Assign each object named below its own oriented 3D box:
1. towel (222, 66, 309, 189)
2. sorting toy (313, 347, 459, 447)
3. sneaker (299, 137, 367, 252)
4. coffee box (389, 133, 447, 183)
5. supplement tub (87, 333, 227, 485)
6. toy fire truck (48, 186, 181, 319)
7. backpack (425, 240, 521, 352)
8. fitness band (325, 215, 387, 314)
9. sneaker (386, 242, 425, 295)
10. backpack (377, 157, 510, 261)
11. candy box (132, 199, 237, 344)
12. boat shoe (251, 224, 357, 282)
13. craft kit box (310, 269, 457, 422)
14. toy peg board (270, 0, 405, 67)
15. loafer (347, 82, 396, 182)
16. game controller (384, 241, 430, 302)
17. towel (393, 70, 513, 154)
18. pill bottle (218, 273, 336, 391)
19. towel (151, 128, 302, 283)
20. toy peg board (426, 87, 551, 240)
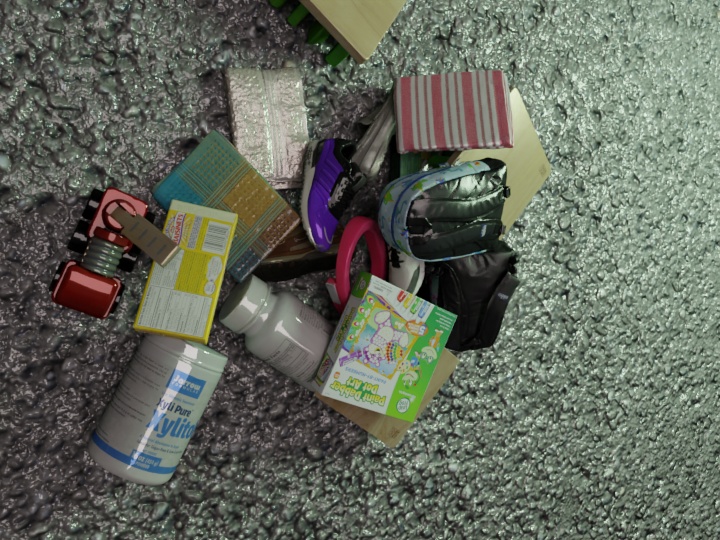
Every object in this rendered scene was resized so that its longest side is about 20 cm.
[{"bbox_3d":[-0.153,-0.233,0.949,0.131,0.034,0.204,-9,96,-25],"label":"towel"},{"bbox_3d":[0.040,0.177,1.028,0.198,0.070,0.201,39,89,-23],"label":"sorting toy"},{"bbox_3d":[-0.039,-0.131,0.929,0.070,0.098,0.204,48,40,-63],"label":"sneaker"},{"bbox_3d":[0.150,-0.185,1.090,0.197,0.044,0.125,1,92,-25],"label":"coffee box"},{"bbox_3d":[-0.297,0.195,0.849,0.131,0.132,0.202,29,82,-23],"label":"supplement tub"},{"bbox_3d":[-0.333,-0.018,0.782,0.127,0.199,0.178,25,82,-23],"label":"toy fire truck"},{"bbox_3d":[0.198,0.044,1.053,0.164,0.127,0.203,2,114,5],"label":"backpack"},{"bbox_3d":[0.000,0.000,0.968,0.145,0.037,0.201,-60,154,-26],"label":"fitness band"},{"bbox_3d":[0.067,-0.047,0.996,0.079,0.073,0.204,8,85,-47],"label":"sneaker"},{"bbox_3d":[0.124,-0.090,0.911,0.199,0.153,0.166,-26,128,-39],"label":"backpack"},{"bbox_3d":[-0.248,-0.001,0.830,0.100,0.026,0.203,11,67,-5],"label":"candy box"},{"bbox_3d":[-0.104,-0.035,0.969,0.197,0.076,0.075,-10,67,-27],"label":"boat shoe"},{"bbox_3d":[0.043,0.128,0.934,0.198,0.048,0.200,24,91,-33],"label":"craft kit box"},{"bbox_3d":[-0.043,-0.469,0.965,0.199,0.097,0.201,40,62,-23],"label":"toy peg board"},{"bbox_3d":[0.027,-0.252,1.014,0.069,0.070,0.202,23,71,-2],"label":"loafer"},{"bbox_3d":[0.092,0.007,1.081,0.103,0.042,0.204,-1,93,-40],"label":"game controller"},{"bbox_3d":[0.155,-0.266,0.973,0.196,0.030,0.149,-2,70,5],"label":"towel"},{"bbox_3d":[-0.125,0.099,0.935,0.199,0.114,0.115,38,77,-22],"label":"pill bottle"},{"bbox_3d":[-0.208,-0.100,0.897,0.200,0.022,0.147,45,80,-1],"label":"towel"},{"bbox_3d":[0.233,-0.194,1.067,0.201,0.097,0.200,-50,126,-15],"label":"toy peg board"}]
